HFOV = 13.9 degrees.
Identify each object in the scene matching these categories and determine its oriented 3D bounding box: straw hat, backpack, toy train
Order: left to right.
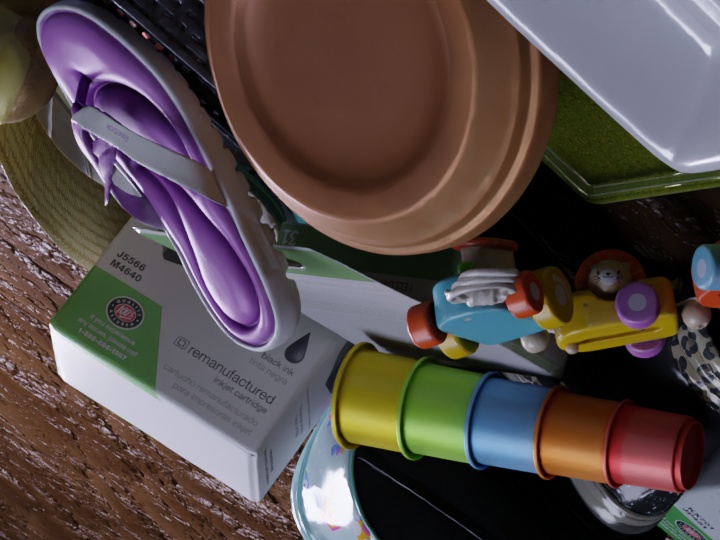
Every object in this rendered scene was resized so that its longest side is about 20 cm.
[{"bbox_3d":[-0.137,-0.093,1.752,0.085,0.202,0.201,-25,128,21],"label":"straw hat"},{"bbox_3d":[0.060,0.136,1.739,0.200,0.176,0.153,46,155,-18],"label":"backpack"},{"bbox_3d":[0.121,-0.003,1.459,0.199,0.056,0.150,-1,160,-19],"label":"toy train"}]

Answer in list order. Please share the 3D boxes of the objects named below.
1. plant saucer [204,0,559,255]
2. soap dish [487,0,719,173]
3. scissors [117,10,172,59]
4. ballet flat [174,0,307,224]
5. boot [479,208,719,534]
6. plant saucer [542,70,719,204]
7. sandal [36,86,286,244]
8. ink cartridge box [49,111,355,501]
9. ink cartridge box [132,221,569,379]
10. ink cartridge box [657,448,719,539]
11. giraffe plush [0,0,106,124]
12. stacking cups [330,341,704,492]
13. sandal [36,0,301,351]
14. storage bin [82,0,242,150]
[{"bbox_3d":[0.000,-0.102,1.348,0.199,0.037,0.202,15,114,35],"label":"plant saucer"},{"bbox_3d":[0.147,-0.121,1.210,0.157,0.081,0.200,41,161,-16],"label":"soap dish"},{"bbox_3d":[-0.127,-0.136,1.673,0.073,0.014,0.200,52,175,5],"label":"scissors"},{"bbox_3d":[-0.043,-0.096,1.617,0.073,0.073,0.200,6,135,56],"label":"ballet flat"},{"bbox_3d":[0.142,0.024,1.600,0.204,0.073,0.154,60,139,13],"label":"boot"},{"bbox_3d":[0.107,-0.098,1.391,0.200,0.048,0.200,42,161,-18],"label":"plant saucer"},{"bbox_3d":[-0.113,-0.077,1.664,0.200,0.054,0.080,42,126,7],"label":"sandal"},{"bbox_3d":[-0.063,0.007,1.709,0.145,0.200,0.084,30,159,13],"label":"ink cartridge box"},{"bbox_3d":[0.000,0.000,1.552,0.145,0.048,0.200,7,162,46],"label":"ink cartridge box"},{"bbox_3d":[0.261,0.131,1.624,0.146,0.083,0.200,39,161,-12],"label":"ink cartridge box"},{"bbox_3d":[-0.254,-0.168,1.571,0.199,0.173,0.163,7,131,33],"label":"giraffe plush"},{"bbox_3d":[0.086,0.083,1.574,0.199,0.061,0.061,9,152,23],"label":"stacking cups"},{"bbox_3d":[-0.100,-0.045,1.448,0.203,0.050,0.082,53,142,3],"label":"sandal"},{"bbox_3d":[-0.045,-0.117,1.500,0.200,0.094,0.135,41,174,-14],"label":"storage bin"}]
